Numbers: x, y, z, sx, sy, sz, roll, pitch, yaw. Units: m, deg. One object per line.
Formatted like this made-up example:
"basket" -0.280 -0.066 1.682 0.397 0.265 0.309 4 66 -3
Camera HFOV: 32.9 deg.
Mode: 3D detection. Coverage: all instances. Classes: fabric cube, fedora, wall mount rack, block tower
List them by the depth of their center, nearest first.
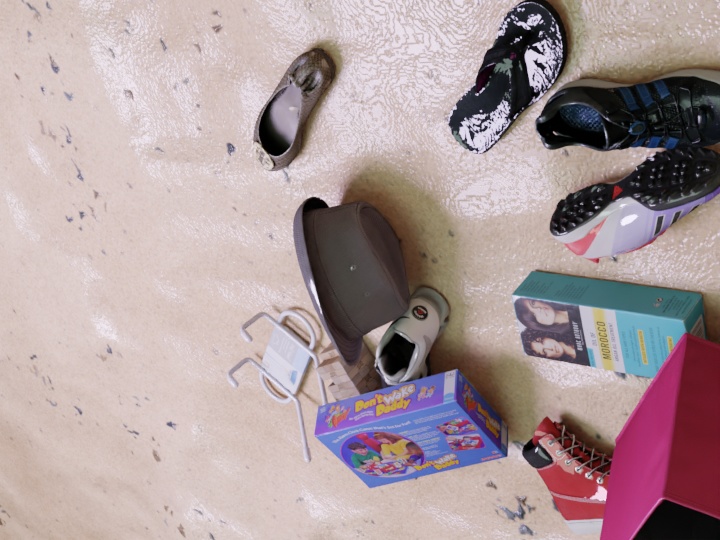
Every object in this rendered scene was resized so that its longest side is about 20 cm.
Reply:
"fabric cube" 0.354 0.222 1.170 0.198 0.200 0.197 20 136 3
"fedora" 0.000 0.000 1.406 0.089 0.177 0.202 -18 105 17
"block tower" 0.018 0.182 1.596 0.058 0.054 0.201 -20 107 49
"wall mount rack" -0.099 0.154 1.658 0.173 0.074 0.201 40 142 14

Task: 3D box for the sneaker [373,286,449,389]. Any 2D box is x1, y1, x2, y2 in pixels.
"sneaker" 0.045 0.112 1.488 0.074 0.089 0.201 30 139 17

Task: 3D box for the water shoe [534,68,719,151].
"water shoe" 0.252 -0.131 1.101 0.198 0.079 0.072 3 124 41

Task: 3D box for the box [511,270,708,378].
"box" 0.260 0.058 1.275 0.198 0.049 0.083 8 127 38

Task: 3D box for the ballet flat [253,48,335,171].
"ballet flat" -0.086 -0.177 1.398 0.067 0.046 0.200 45 141 4

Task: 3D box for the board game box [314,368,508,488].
"board game box" 0.063 0.196 1.487 0.198 0.045 0.135 -17 134 27

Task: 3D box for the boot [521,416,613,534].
"boot" 0.272 0.224 1.389 0.145 0.072 0.199 55 144 -8

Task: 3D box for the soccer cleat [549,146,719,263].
"soccer cleat" 0.274 -0.059 1.165 0.073 0.069 0.199 37 143 -26

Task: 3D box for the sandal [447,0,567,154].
"sandal" 0.140 -0.178 1.189 0.075 0.048 0.201 40 141 9
